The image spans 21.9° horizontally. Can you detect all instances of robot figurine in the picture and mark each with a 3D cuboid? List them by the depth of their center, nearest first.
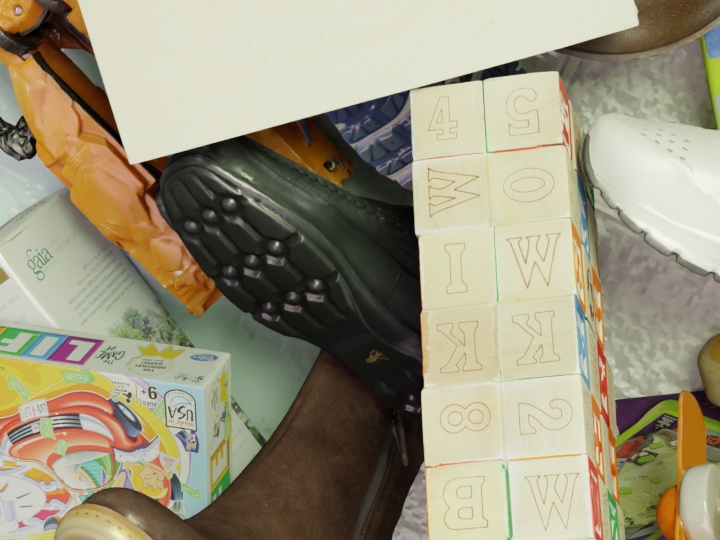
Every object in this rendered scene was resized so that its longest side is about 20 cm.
[{"bbox_3d":[-0.105,-0.083,0.812,0.145,0.058,0.200,-39,98,27],"label":"robot figurine"}]

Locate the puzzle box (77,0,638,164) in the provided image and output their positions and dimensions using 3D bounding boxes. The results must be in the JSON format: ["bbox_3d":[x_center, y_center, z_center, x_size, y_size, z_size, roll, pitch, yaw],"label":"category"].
[{"bbox_3d":[-0.009,-0.127,0.676,0.198,0.025,0.134,-14,106,5],"label":"puzzle box"}]

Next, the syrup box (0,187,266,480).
[{"bbox_3d":[-0.119,0.070,0.873,0.081,0.079,0.200,-33,100,27],"label":"syrup box"}]

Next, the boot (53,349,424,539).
[{"bbox_3d":[-0.042,0.095,0.777,0.072,0.167,0.200,1,145,31],"label":"boot"}]

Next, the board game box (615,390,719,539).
[{"bbox_3d":[0.151,0.092,0.773,0.198,0.120,0.033,-7,115,21],"label":"board game box"}]

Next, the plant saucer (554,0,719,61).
[{"bbox_3d":[0.084,-0.178,0.689,0.199,0.032,0.202,24,128,35],"label":"plant saucer"}]

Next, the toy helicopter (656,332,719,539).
[{"bbox_3d":[0.165,0.070,0.714,0.131,0.200,0.079,-25,109,3],"label":"toy helicopter"}]

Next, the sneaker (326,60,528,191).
[{"bbox_3d":[-0.003,-0.108,0.762,0.199,0.085,0.077,33,118,-25],"label":"sneaker"}]

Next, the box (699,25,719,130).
[{"bbox_3d":[0.189,-0.110,0.713,0.121,0.048,0.202,-7,110,21],"label":"box"}]

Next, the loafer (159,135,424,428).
[{"bbox_3d":[0.000,0.000,0.779,0.200,0.071,0.068,37,140,-27],"label":"loafer"}]

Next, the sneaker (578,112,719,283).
[{"bbox_3d":[0.180,-0.032,0.691,0.198,0.075,0.088,14,112,-1],"label":"sneaker"}]

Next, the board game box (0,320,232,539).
[{"bbox_3d":[-0.154,0.090,0.828,0.198,0.034,0.136,7,115,15],"label":"board game box"}]

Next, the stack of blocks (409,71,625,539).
[{"bbox_3d":[0.062,0.041,0.703,0.058,0.115,0.202,-6,72,12],"label":"stack of blocks"}]
